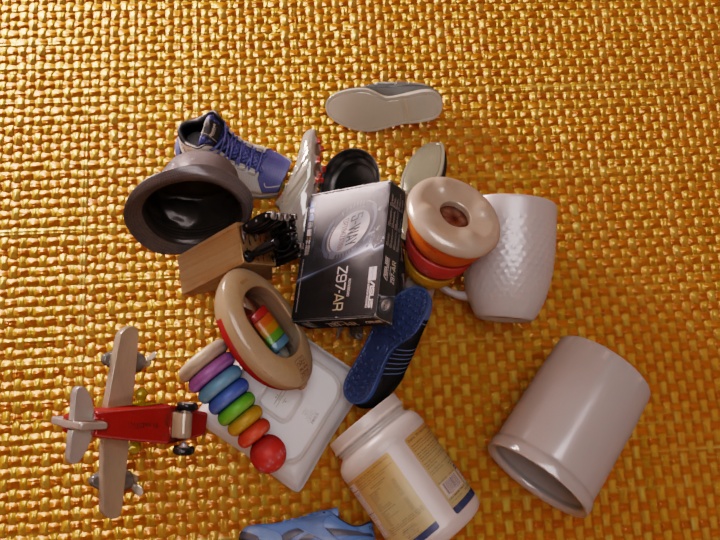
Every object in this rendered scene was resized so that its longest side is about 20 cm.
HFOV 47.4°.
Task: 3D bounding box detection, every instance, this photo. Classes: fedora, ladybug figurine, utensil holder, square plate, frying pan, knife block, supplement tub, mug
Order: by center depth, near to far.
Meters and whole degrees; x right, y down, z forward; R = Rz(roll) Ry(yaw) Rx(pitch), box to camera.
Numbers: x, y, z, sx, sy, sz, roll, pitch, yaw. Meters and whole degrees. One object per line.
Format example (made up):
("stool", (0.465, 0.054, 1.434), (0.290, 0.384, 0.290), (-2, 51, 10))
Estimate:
("supplement tub", (0.060, 0.294, 1.172), (0.143, 0.145, 0.202), (-35, 80, -12))
("ladybug figurine", (-0.146, 0.095, 1.199), (0.202, 0.071, 0.135), (57, 33, -2))
("utensil holder", (0.306, 0.223, 1.199), (0.168, 0.170, 0.202), (35, 73, 6))
("knife block", (-0.183, -0.030, 1.224), (0.194, 0.176, 0.066), (-11, 74, -7))
("square plate", (-0.119, 0.194, 1.245), (0.196, 0.029, 0.202), (33, 76, 5))
("fedora", (-0.261, -0.116, 1.259), (0.196, 0.178, 0.092), (-20, 49, 15))
("mug", (0.203, -0.014, 1.275), (0.195, 0.147, 0.181), (2, 81, 19))
("frying pan", (-0.004, -0.103, 1.308), (0.113, 0.031, 0.194), (-27, 70, 22))

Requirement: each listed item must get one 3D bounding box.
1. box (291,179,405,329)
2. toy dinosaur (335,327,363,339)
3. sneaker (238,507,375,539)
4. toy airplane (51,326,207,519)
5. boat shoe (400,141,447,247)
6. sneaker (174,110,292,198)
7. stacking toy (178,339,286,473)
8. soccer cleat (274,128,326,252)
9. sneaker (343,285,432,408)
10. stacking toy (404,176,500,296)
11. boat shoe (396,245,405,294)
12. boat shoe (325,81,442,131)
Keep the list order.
("box", (-0.017, -0.020, 1.202), (0.157, 0.043, 0.205), (-5, 70, 37))
("toy dinosaur", (0.000, 0.000, 1.245), (0.100, 0.077, 0.206), (-3, 78, 26))
("sneaker", (-0.075, 0.380, 1.185), (0.194, 0.066, 0.080), (10, 63, -2))
("toy airplane", (-0.340, 0.215, 1.165), (0.200, 0.140, 0.201), (-44, 110, -24))
("boat shoe", (0.104, -0.118, 1.333), (0.070, 0.068, 0.204), (-2, 59, 25))
("sneaker", (-0.210, -0.186, 1.295), (0.195, 0.115, 0.082), (19, 75, 1))
("stacking toy", (-0.174, 0.203, 1.189), (0.085, 0.085, 0.201), (-37, 86, -13))
("soccer cleat", (-0.099, -0.128, 1.309), (0.075, 0.069, 0.206), (2, 81, 9))
("sneaker", (0.048, 0.118, 1.233), (0.070, 0.078, 0.202), (36, 91, 29))
("stacking toy", (0.108, -0.024, 1.223), (0.142, 0.202, 0.149), (12, 48, -13))
("boat shoe", (0.037, -0.026, 1.309), (0.066, 0.057, 0.205), (-13, 69, 30))
("boat shoe", (0.039, -0.281, 1.379), (0.194, 0.074, 0.062), (-3, 31, 2))
